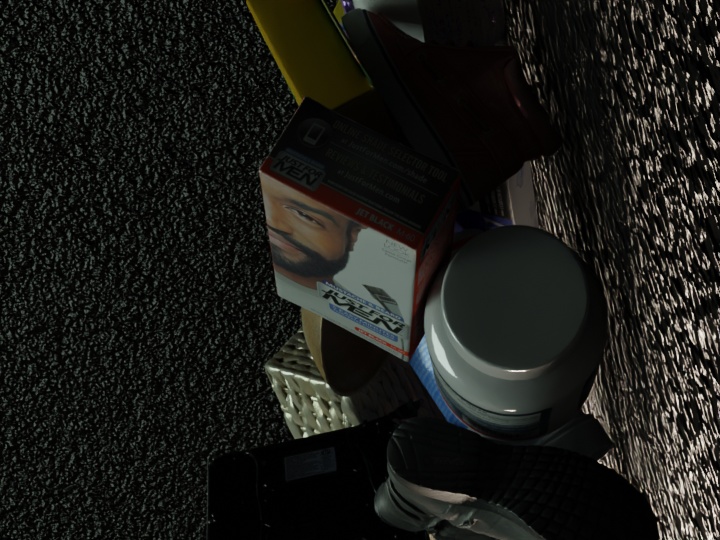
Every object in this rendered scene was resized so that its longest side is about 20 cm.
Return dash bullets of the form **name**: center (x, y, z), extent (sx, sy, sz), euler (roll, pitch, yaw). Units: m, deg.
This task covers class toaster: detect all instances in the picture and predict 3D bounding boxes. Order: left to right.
- **toaster**: center (-0.024, 0.221, 1.154), extent (0.181, 0.198, 0.119), euler (-101, -3, -57)

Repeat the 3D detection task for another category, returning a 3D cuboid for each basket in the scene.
- **basket**: center (0.015, 0.134, 1.305), extent (0.135, 0.123, 0.201), euler (10, 129, 47)

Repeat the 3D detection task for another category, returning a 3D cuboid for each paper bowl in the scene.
- **paper bowl**: center (0.033, -0.255, 1.056), extent (0.201, 0.104, 0.202), euler (-15, -90, -88)

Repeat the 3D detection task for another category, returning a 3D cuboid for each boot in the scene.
- **boot**: center (0.108, 0.171, 1.012), extent (0.132, 0.199, 0.070), euler (91, -155, -62)

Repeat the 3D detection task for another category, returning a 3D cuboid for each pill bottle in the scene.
- **pill bottle**: center (0.106, 0.077, 1.115), extent (0.201, 0.112, 0.112), euler (57, 177, 17)
- **pill bottle**: center (0.102, 0.040, 0.939), extent (0.200, 0.119, 0.120), euler (71, -176, -74)

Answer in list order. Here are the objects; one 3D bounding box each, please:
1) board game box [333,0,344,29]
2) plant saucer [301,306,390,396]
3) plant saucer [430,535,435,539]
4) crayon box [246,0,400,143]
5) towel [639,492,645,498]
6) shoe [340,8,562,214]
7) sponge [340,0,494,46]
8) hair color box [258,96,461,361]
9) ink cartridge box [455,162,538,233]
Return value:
- **board game box**: center (0.024, -0.200, 1.353), extent (0.153, 0.040, 0.201), euler (57, -133, -44)
- **plant saucer**: center (0.000, 0.000, 1.146), extent (0.200, 0.035, 0.201), euler (-50, -31, -46)
- **plant saucer**: center (0.125, 0.203, 1.302), extent (0.032, 0.200, 0.201), euler (37, 159, 32)
- **crayon box**: center (-0.016, -0.116, 0.980), extent (0.127, 0.051, 0.200), euler (63, 180, 35)
- **towel**: center (0.133, 0.194, 1.070), extent (0.024, 0.199, 0.146), euler (-41, -50, -38)
- **shoe**: center (0.059, -0.125, 0.962), extent (0.201, 0.091, 0.072), euler (62, -179, 42)
- **sponge**: center (0.047, -0.202, 1.192), extent (0.201, 0.111, 0.030), euler (-104, -1, -46)
- **hair color box**: center (0.000, -0.020, 0.930), extent (0.064, 0.110, 0.200), euler (-59, -13, -21)
- **ink cartridge box**: center (0.087, -0.073, 1.132), extent (0.044, 0.093, 0.200), euler (-62, -24, -24)
